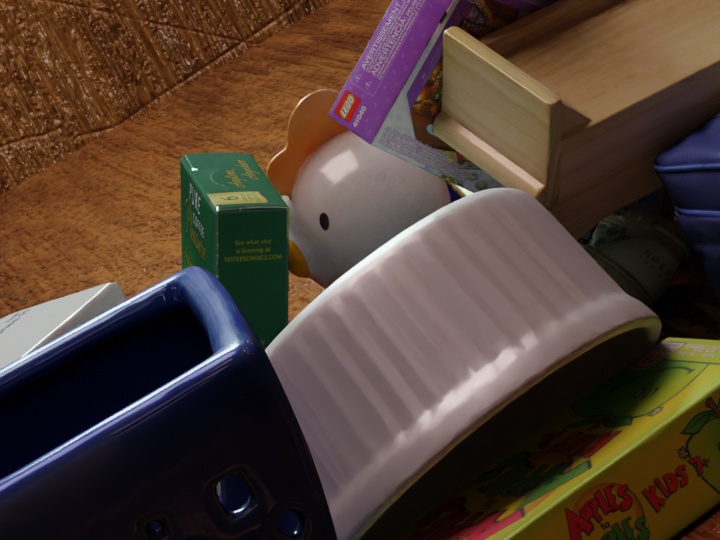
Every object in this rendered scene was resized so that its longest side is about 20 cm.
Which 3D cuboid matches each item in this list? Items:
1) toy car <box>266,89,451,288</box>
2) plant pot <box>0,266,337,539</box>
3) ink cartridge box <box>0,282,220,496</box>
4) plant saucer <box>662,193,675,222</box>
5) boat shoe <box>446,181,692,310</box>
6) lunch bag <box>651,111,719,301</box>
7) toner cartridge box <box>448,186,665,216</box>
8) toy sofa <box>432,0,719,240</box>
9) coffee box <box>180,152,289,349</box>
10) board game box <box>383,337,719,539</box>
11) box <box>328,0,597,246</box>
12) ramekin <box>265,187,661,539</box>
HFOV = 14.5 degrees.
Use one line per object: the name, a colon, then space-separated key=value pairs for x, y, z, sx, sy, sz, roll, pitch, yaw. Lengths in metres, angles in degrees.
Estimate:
toy car: x=0.000 y=0.000 z=1.566 sx=0.177 sy=0.200 sz=0.184 roll=-34 pitch=13 yaw=-22
plant pot: x=-0.097 y=0.132 z=1.130 sx=0.200 sy=0.180 sz=0.200 roll=-30 pitch=14 yaw=-4
ink cartridge box: x=-0.135 y=0.127 z=1.359 sx=0.083 sy=0.200 sz=0.147 roll=-19 pitch=16 yaw=38
plant saucer: x=0.263 y=-0.094 z=1.711 sx=0.200 sy=0.049 sz=0.200 roll=-33 pitch=13 yaw=-16
boat shoe: x=0.115 y=-0.029 z=1.612 sx=0.063 sy=0.073 sz=0.200 roll=-47 pitch=42 yaw=-4
lunch bag: x=0.241 y=-0.041 z=1.347 sx=0.136 sy=0.133 sz=0.200 roll=-35 pitch=13 yaw=-23
toner cartridge box: x=0.092 y=-0.019 z=1.724 sx=0.200 sy=0.043 sz=0.095 roll=-20 pitch=43 yaw=37
toy sofa: x=0.137 y=-0.099 z=1.428 sx=0.200 sy=0.098 sz=0.083 roll=-28 pitch=48 yaw=-28
coffee box: x=-0.068 y=0.046 z=1.528 sx=0.044 sy=0.201 sz=0.123 roll=-3 pitch=15 yaw=-11
board game box: x=0.100 y=0.103 z=1.282 sx=0.200 sy=0.048 sz=0.102 roll=-34 pitch=13 yaw=-19
box: x=0.087 y=-0.104 z=1.471 sx=0.039 sy=0.200 sz=0.137 roll=36 pitch=98 yaw=40
ramekin: x=0.036 y=0.051 z=1.337 sx=0.200 sy=0.098 sz=0.201 roll=-36 pitch=-13 yaw=-10
